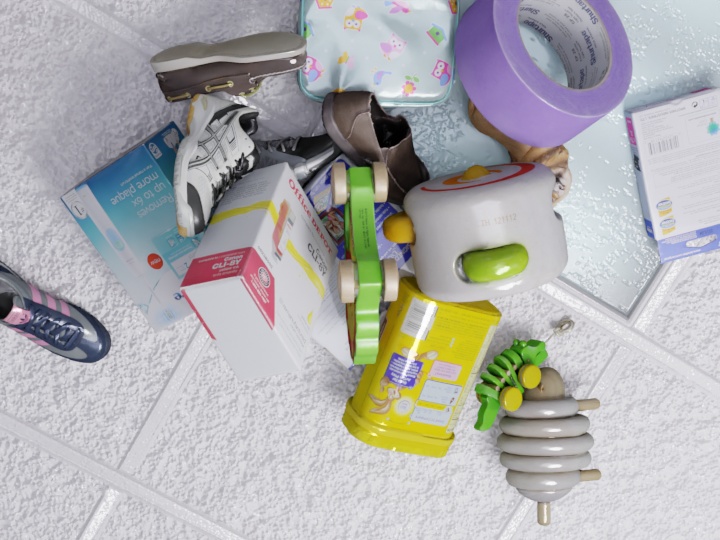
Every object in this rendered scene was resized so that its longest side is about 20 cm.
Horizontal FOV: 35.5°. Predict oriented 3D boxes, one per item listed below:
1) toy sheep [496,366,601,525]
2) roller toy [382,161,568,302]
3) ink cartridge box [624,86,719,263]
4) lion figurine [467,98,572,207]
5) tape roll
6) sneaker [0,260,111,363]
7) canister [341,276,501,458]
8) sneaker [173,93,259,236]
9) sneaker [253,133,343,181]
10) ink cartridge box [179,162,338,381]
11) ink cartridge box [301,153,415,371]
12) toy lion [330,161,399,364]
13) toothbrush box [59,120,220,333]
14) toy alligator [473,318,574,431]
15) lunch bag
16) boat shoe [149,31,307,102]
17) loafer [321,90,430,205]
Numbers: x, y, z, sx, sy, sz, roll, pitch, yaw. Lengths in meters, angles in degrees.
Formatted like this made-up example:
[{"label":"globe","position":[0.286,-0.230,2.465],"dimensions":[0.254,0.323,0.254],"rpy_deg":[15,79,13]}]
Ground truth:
[{"label":"toy sheep","position":[0.240,0.225,1.446],"dimensions":[0.136,0.138,0.203],"rpy_deg":[-2,85,-5]},{"label":"roller toy","position":[0.143,-0.054,1.319],"dimensions":[0.181,0.199,0.141],"rpy_deg":[-21,105,-38]},{"label":"ink cartridge box","position":[0.413,-0.120,1.433],"dimensions":[0.118,0.042,0.202],"rpy_deg":[-15,101,-2]},{"label":"lion figurine","position":[0.193,-0.174,1.391],"dimensions":[0.200,0.072,0.123],"rpy_deg":[40,100,-1]},{"label":"tape roll","position":[0.213,-0.252,1.308],"dimensions":[0.198,0.085,0.202],"rpy_deg":[10,67,-26]},{"label":"sneaker","position":[-0.398,0.060,1.369],"dimensions":[0.199,0.082,0.071],"rpy_deg":[30,98,-11]},{"label":"canister","position":[0.078,0.120,1.406],"dimensions":[0.147,0.087,0.202],"rpy_deg":[14,106,-27]},{"label":"sneaker","position":[-0.157,-0.121,1.252],"dimensions":[0.087,0.202,0.076],"rpy_deg":[7,142,-3]},{"label":"sneaker","position":[-0.121,-0.149,1.345],"dimensions":[0.198,0.075,0.116],"rpy_deg":[-25,97,14]},{"label":"ink cartridge box","position":[-0.107,-0.002,1.261],"dimensions":[0.083,0.201,0.146],"rpy_deg":[-12,127,24]},{"label":"ink cartridge box","position":[-0.023,-0.013,1.413],"dimensions":[0.200,0.047,0.198],"rpy_deg":[43,94,-15]},{"label":"toy lion","position":[0.000,0.000,1.320],"dimensions":[0.068,0.192,0.202],"rpy_deg":[-2,64,-5]},{"label":"toothbrush box","position":[-0.232,-0.049,1.335],"dimensions":[0.145,0.085,0.201],"rpy_deg":[-25,107,28]},{"label":"toy alligator","position":[0.199,0.116,1.430],"dimensions":[0.200,0.059,0.054],"rpy_deg":[-47,117,-20]},{"label":"lunch bag","position":[0.015,-0.269,1.342],"dimensions":[0.197,0.077,0.162],"rpy_deg":[2,103,-6]},{"label":"boat shoe","position":[-0.149,-0.234,1.315],"dimensions":[0.198,0.072,0.060],"rpy_deg":[-3,121,19]},{"label":"loafer","position":[0.033,-0.143,1.331],"dimensions":[0.070,0.074,0.200],"rpy_deg":[-11,149,32]}]
